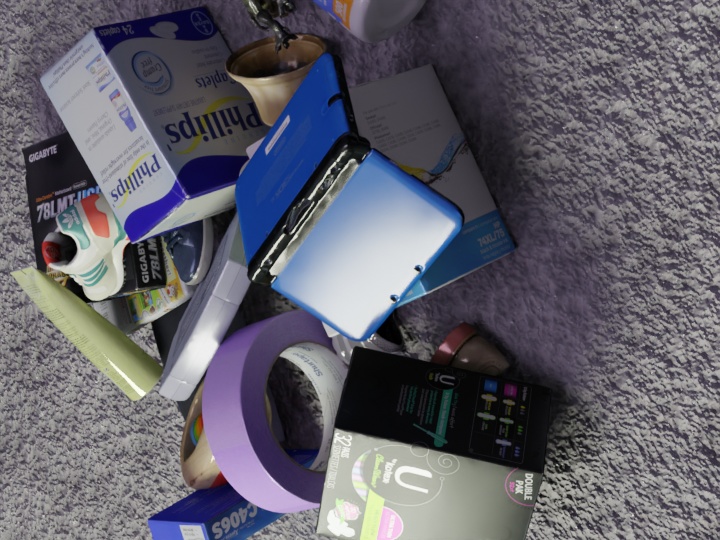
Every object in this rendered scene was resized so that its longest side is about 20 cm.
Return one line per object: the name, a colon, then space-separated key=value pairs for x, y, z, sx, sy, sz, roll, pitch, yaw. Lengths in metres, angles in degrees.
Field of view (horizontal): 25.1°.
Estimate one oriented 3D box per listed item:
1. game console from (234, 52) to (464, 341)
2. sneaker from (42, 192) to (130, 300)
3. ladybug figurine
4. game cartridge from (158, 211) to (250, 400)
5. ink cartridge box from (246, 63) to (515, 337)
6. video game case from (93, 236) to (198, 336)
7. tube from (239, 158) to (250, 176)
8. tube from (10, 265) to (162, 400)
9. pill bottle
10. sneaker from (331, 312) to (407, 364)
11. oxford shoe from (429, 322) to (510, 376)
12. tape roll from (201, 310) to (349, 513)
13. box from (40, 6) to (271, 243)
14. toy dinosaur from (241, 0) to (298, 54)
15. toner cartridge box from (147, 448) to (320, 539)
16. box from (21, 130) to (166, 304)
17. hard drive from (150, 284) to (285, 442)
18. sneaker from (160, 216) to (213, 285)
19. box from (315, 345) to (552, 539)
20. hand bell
game console: x=-0.015 y=-0.063 z=1.461 sx=0.200 sy=0.118 sz=0.172 roll=-51 pitch=40 yaw=40
sneaker: x=-0.299 y=-0.023 z=1.727 sx=0.071 sy=0.093 sz=0.200 roll=66 pitch=155 yaw=18
ladybug figurine: x=-0.146 y=0.172 z=1.753 sx=0.200 sy=0.071 sz=0.137 roll=137 pitch=145 yaw=-66
game cartridge: x=-0.157 y=0.039 z=1.713 sx=0.040 sy=0.134 sz=0.201 roll=25 pitch=124 yaw=-8
ink cartridge box: x=0.019 y=-0.068 z=1.543 sx=0.146 sy=0.146 sz=0.201 roll=-25 pitch=89 yaw=44
video game case: x=-0.269 y=-0.037 z=1.874 sx=0.182 sy=0.023 sz=0.201 roll=-28 pitch=74 yaw=45
tube: x=-0.080 y=-0.044 z=1.664 sx=0.051 sy=0.058 sz=0.200 roll=-4 pitch=147 yaw=7
tube: x=-0.310 y=0.064 z=1.832 sx=0.058 sy=0.052 sz=0.200 roll=-38 pitch=109 yaw=23
pill bottle: x=-0.031 y=-0.313 z=1.514 sx=0.200 sy=0.112 sz=0.113 roll=41 pitch=130 yaw=21
sneaker: x=0.000 y=0.000 z=1.650 sx=0.082 sy=0.075 sz=0.201 roll=-2 pitch=117 yaw=36
oxford shoe: x=0.088 y=0.150 z=1.625 sx=0.075 sy=0.070 sz=0.201 roll=35 pitch=129 yaw=19
tape roll: x=-0.066 y=0.146 z=1.669 sx=0.065 sy=0.199 sz=0.201 roll=-18 pitch=95 yaw=45
box: x=-0.197 y=-0.154 z=1.675 sx=0.105 sy=0.184 sz=0.201 roll=-33 pitch=85 yaw=37
toy dinosaur: x=-0.094 y=-0.265 z=1.548 sx=0.088 sy=0.047 sz=0.200 roll=50 pitch=176 yaw=18
toner cartridge box: x=-0.128 y=0.252 z=1.767 sx=0.095 sy=0.199 sz=0.044 roll=-3 pitch=106 yaw=43
box: x=-0.311 y=-0.064 z=1.866 sx=0.199 sy=0.049 sz=0.200 roll=-11 pitch=88 yaw=46
hard drive: x=-0.170 y=0.117 z=1.861 sx=0.134 sy=0.042 sz=0.201 roll=-16 pitch=96 yaw=44
sneaker: x=-0.220 y=-0.077 z=1.759 sx=0.075 sy=0.084 sz=0.201 roll=-40 pitch=59 yaw=46
box: x=0.071 y=0.182 z=1.546 sx=0.198 sy=0.125 sz=0.149 roll=12 pitch=128 yaw=2
hand bell: x=-0.066 y=-0.129 z=1.657 sx=0.104 sy=0.104 sz=0.201 roll=14 pitch=128 yaw=38
